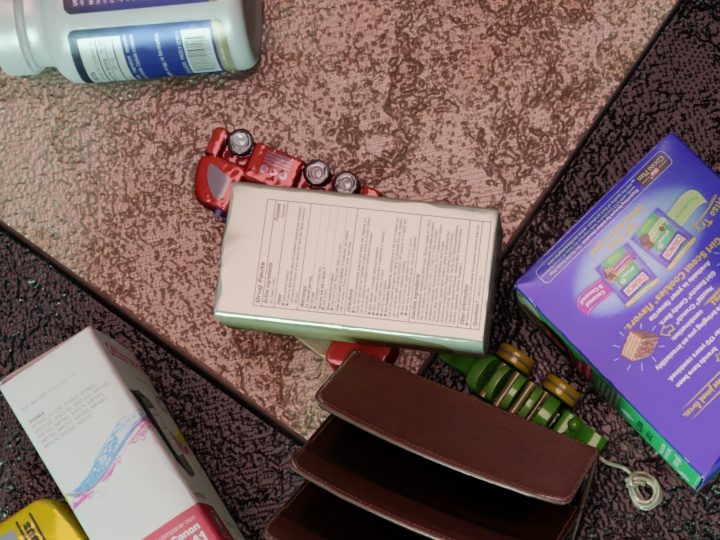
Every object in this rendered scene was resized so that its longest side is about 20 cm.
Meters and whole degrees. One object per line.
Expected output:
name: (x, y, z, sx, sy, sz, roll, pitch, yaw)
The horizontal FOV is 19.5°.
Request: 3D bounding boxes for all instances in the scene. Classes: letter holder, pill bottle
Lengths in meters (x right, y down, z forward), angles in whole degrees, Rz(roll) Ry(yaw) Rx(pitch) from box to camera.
letter holder: (0.048, 0.162, 1.490, 0.199, 0.142, 0.101, 22, 121, 15)
pill bottle: (-0.181, -0.206, 1.626, 0.199, 0.116, 0.117, -4, 79, 6)

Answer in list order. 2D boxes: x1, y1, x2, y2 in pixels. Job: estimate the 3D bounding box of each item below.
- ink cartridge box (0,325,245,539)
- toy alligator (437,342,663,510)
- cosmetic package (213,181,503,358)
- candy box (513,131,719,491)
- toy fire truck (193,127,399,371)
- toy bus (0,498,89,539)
ink cartridge box: (-0.166, 0.153, 1.539, 0.085, 0.148, 0.201, -32, 78, 0)
toy alligator: (0.140, 0.111, 1.553, 0.200, 0.054, 0.059, 35, 86, 12)
cosmetic package: (0.000, 0.000, 1.534, 0.199, 0.071, 0.106, 8, 80, 7)
candy box: (0.239, 0.031, 1.545, 0.169, 0.077, 0.200, -43, 76, -3)
toy fire truck: (-0.048, -0.013, 1.605, 0.199, 0.049, 0.142, 22, 82, 11)
toy bus: (-0.197, 0.265, 1.563, 0.078, 0.065, 0.201, -33, 77, 1)
